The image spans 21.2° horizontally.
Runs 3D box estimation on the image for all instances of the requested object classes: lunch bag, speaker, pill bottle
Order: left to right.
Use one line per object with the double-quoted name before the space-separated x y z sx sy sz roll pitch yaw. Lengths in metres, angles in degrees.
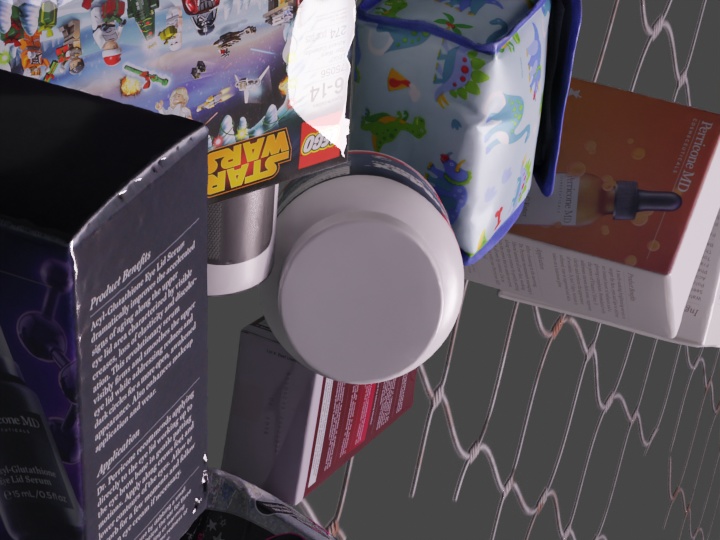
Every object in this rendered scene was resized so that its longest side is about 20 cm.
"speaker" -0.079 -0.093 0.985 0.081 0.081 0.201 -44 145 -55
"pill bottle" 0.000 0.000 1.115 0.200 0.119 0.121 -95 -163 -79
"lunch bag" 0.081 -0.126 1.318 0.200 0.127 0.171 -47 149 -52

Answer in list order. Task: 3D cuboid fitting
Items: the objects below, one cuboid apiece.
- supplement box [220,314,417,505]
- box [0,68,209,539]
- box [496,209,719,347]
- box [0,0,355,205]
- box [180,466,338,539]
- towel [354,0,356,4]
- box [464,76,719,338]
"supplement box" -0.019 0.068 1.297 0.200 0.060 0.110 -31 134 -62
"box" -0.148 0.028 0.788 0.104 0.147 0.201 -48 147 -50
"box" 0.254 -0.014 1.773 0.199 0.199 0.132 5 99 -70
"box" -0.090 -0.092 0.884 0.199 0.040 0.138 -20 128 -33
"box" -0.054 0.220 1.198 0.133 0.114 0.200 -57 159 -6
"towel" -0.015 -0.190 1.122 0.149 0.030 0.202 6 100 -80
"box" 0.177 -0.059 1.526 0.107 0.199 0.153 69 40 -59
